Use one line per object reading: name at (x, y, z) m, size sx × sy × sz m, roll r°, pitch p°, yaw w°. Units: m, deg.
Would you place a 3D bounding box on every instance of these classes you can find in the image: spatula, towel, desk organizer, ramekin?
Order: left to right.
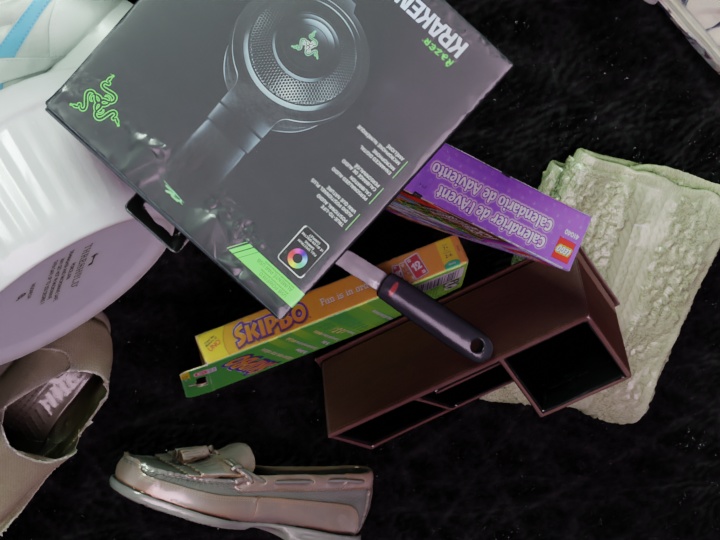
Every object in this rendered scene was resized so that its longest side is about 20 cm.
ramekin at (-0.200, -0.023, 1.376) m, size 0.202 × 0.094 × 0.202 m, roll -32°, pitch 167°, yaw -9°
spatula at (0.000, 0.000, 1.487) m, size 0.200 × 0.021 × 0.057 m, roll 34°, pitch 82°, yaw -2°
desk organizer at (0.075, 0.065, 1.564) m, size 0.200 × 0.077 × 0.072 m, roll -26°, pitch 128°, yaw 16°
towel at (0.168, 0.014, 1.626) m, size 0.148 × 0.037 × 0.200 m, roll 11°, pitch 116°, yaw -23°

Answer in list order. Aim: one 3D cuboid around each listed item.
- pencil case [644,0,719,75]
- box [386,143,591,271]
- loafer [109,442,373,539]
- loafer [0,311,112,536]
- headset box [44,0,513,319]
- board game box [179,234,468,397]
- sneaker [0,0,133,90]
pencil case at (0.240, -0.167, 1.515) m, size 0.200 × 0.078 × 0.090 m, roll 42°, pitch 75°, yaw -34°
box at (0.032, -0.057, 1.439) m, size 0.137 × 0.200 × 0.039 m, roll 24°, pitch 88°, yaw -29°
loafer at (-0.078, 0.144, 1.608) m, size 0.200 × 0.072 × 0.063 m, roll 18°, pitch 96°, yaw -34°
loafer at (-0.227, 0.110, 1.527) m, size 0.076 × 0.068 × 0.200 m, roll 23°, pitch 110°, yaw -29°
headset box at (-0.048, -0.097, 1.270) m, size 0.174 × 0.093 × 0.200 m, roll 43°, pitch 95°, yaw -4°
board game box at (-0.027, 0.032, 1.543) m, size 0.199 × 0.030 × 0.096 m, roll -24°, pitch 169°, yaw -6°
sneaker at (-0.227, -0.118, 1.396) m, size 0.200 × 0.077 × 0.081 m, roll -39°, pitch 101°, yaw 11°
